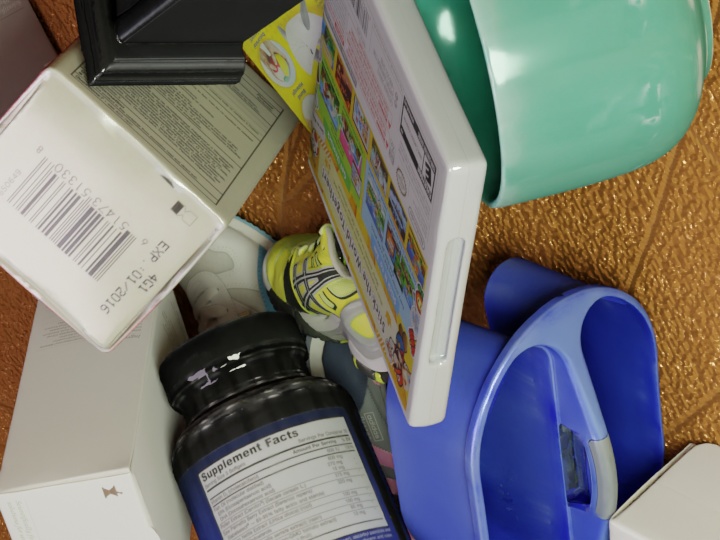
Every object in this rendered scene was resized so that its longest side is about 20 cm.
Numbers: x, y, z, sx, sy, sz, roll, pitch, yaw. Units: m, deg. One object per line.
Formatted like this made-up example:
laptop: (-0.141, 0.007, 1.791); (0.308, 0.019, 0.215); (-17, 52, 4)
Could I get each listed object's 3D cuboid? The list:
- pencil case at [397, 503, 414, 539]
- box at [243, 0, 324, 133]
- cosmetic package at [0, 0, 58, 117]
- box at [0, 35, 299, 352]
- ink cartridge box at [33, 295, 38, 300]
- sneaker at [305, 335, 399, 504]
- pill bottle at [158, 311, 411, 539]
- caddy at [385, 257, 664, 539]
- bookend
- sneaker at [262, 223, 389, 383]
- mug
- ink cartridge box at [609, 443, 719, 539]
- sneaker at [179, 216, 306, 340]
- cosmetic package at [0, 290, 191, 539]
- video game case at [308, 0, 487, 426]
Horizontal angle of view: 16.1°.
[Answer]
pencil case: (0.043, 0.183, 1.486); (0.199, 0.083, 0.087); (-7, 131, 16)
box: (-0.003, -0.123, 1.385); (0.200, 0.048, 0.117); (53, 146, 6)
cosmetic package: (-0.293, -0.121, 1.692); (0.200, 0.107, 0.090); (-18, 103, 53)
box: (-0.131, -0.063, 1.417); (0.128, 0.200, 0.109); (42, 112, -6)
ink cartridge box: (-0.168, 0.049, 1.668); (0.160, 0.047, 0.200); (50, 161, -26)
sneaker: (0.036, 0.114, 1.522); (0.082, 0.070, 0.201); (-4, 122, 41)
pill bottle: (-0.039, 0.130, 1.422); (0.201, 0.111, 0.112); (67, 150, 18)
caddy: (0.097, 0.092, 1.362); (0.105, 0.141, 0.201); (26, 137, 41)
bookend: (-0.072, -0.218, 1.276); (0.198, 0.092, 0.201); (-26, 71, 55)
sneaker: (0.000, 0.000, 1.448); (0.200, 0.075, 0.077); (25, 131, 61)
mug: (0.092, -0.131, 1.188); (0.152, 0.114, 0.186); (97, 157, -72)
ink cartridge box: (0.214, 0.214, 1.372); (0.146, 0.083, 0.201); (25, 136, 37)
sneaker: (-0.064, 0.046, 1.575); (0.200, 0.081, 0.077); (50, 148, 10)
cosmetic package: (-0.146, 0.099, 1.475); (0.084, 0.200, 0.108); (-9, 122, 9)
video game case: (0.015, -0.055, 1.276); (0.183, 0.023, 0.201); (97, 158, -46)
